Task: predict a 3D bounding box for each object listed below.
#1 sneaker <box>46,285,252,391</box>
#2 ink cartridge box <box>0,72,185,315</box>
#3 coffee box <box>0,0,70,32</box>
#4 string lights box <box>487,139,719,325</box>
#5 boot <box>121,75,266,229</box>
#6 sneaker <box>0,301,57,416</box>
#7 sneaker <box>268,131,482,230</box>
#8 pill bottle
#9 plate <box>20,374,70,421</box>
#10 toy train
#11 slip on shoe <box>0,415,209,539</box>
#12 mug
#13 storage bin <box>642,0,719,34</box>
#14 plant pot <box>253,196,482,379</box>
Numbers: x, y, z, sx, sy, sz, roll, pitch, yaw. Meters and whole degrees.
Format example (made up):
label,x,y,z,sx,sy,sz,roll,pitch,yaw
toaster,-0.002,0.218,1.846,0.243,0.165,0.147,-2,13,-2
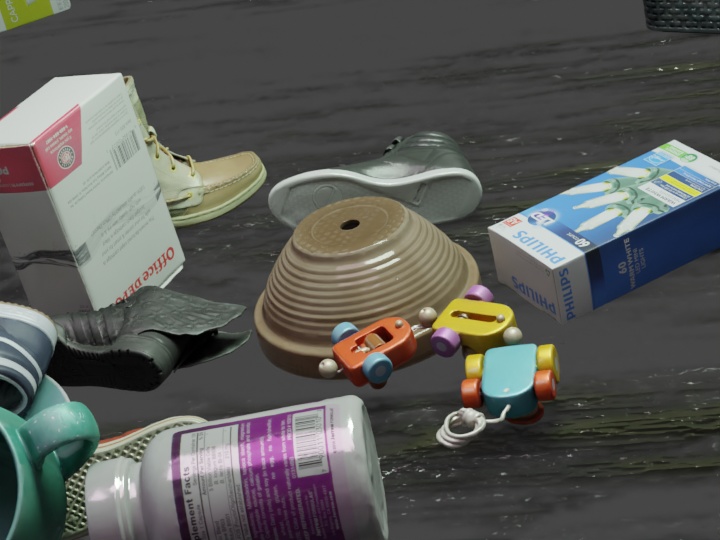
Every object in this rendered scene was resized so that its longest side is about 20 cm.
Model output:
label,x,y,z,sx,sy,sz,roll,pitch,yaw
sneaker,-0.203,0.054,1.542,0.199,0.060,0.104,8,36,25
ink cartridge box,-0.253,-0.057,1.612,0.082,0.201,0.147,0,31,30
coffee box,-0.531,-0.442,2.424,0.197,0.201,0.200,-20,30,-11
string lights box,0.221,-0.034,1.511,0.199,0.059,0.103,-25,32,-20
boot,-0.200,-0.119,1.746,0.199,0.156,0.072,-18,29,-9
sneaker,-0.352,0.071,1.447,0.198,0.070,0.109,6,36,-5
sneaker,0.014,-0.082,1.683,0.198,0.071,0.099,-5,27,3
pill bottle,-0.086,0.158,1.244,0.198,0.113,0.112,-11,28,5
plate,-0.329,0.145,1.442,0.199,0.026,0.201,-4,37,3
toy train,0.067,0.084,1.371,0.150,0.056,0.200,-30,35,-17
slip on shoe,-0.198,0.159,1.351,0.199,0.075,0.061,-18,-4,2
mug,-0.272,0.169,1.268,0.184,0.153,0.114,2,-13,15
storage bin,0.412,-0.323,1.915,0.199,0.094,0.135,8,35,33
plant pot,0.000,0.000,1.512,0.199,0.093,0.201,-11,27,6
